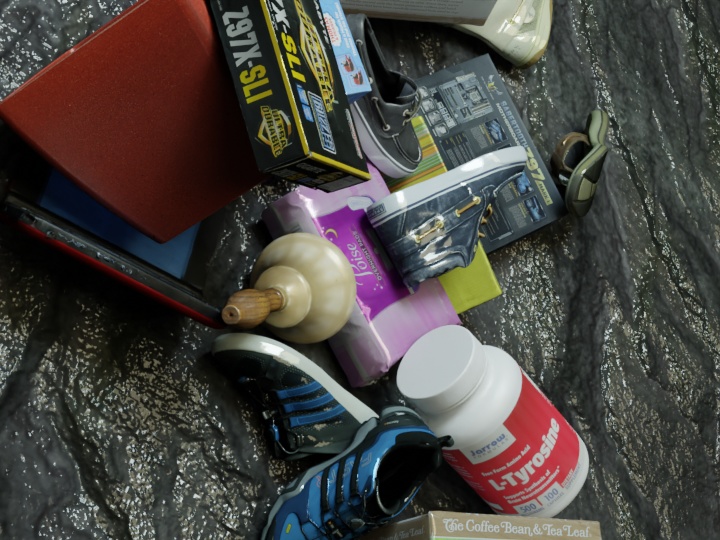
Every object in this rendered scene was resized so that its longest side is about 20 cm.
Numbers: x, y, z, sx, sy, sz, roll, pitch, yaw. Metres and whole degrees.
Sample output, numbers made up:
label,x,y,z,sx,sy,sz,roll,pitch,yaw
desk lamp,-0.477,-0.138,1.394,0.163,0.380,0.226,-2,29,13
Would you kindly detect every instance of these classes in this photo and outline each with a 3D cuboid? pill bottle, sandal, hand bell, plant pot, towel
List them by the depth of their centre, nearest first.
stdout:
label,x,y,z,sx,sy,sz,roll,pitch,yaw
plant pot,-0.156,-0.143,1.266,0.176,0.200,0.200,55,20,-14
hand bell,-0.078,0.028,1.284,0.104,0.104,0.200,62,16,1
pill bottle,0.123,0.144,1.408,0.200,0.112,0.112,48,50,-33
towel,0.065,-0.050,1.504,0.200,0.086,0.018,66,11,2
sandal,0.238,-0.120,1.639,0.057,0.080,0.201,15,27,5

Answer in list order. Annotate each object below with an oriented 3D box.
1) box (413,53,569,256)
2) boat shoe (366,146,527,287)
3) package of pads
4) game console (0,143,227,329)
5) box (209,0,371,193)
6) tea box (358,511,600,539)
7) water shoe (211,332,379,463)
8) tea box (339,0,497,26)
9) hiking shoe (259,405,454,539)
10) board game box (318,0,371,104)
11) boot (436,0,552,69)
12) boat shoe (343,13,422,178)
label,x,y,z,sx,sy,sz,roll,pitch,yaw
box,0.116,-0.117,1.576,0.158,0.051,0.200,-26,88,-38
boat shoe,0.097,-0.052,1.439,0.200,0.071,0.091,-25,90,-35
package of pads,0.000,0.000,1.431,0.120,0.076,0.200,-29,91,-42
game console,-0.198,-0.049,1.287,0.200,0.172,0.119,29,84,-23
box,-0.061,-0.169,1.206,0.160,0.049,0.200,8,64,-70
tea box,0.110,0.327,1.335,0.200,0.134,0.197,8,67,-33
water shoe,-0.057,0.131,1.342,0.200,0.071,0.079,35,61,-19
tea box,0.043,-0.373,1.525,0.200,0.134,0.197,2,61,-16
hiking shoe,-0.011,0.201,1.299,0.200,0.087,0.074,-48,112,-7
board game box,-0.076,-0.226,1.356,0.037,0.151,0.200,-16,83,-39
boot,0.142,-0.340,1.671,0.155,0.072,0.200,20,62,-26
boat shoe,0.022,-0.167,1.414,0.200,0.066,0.070,57,32,-37
